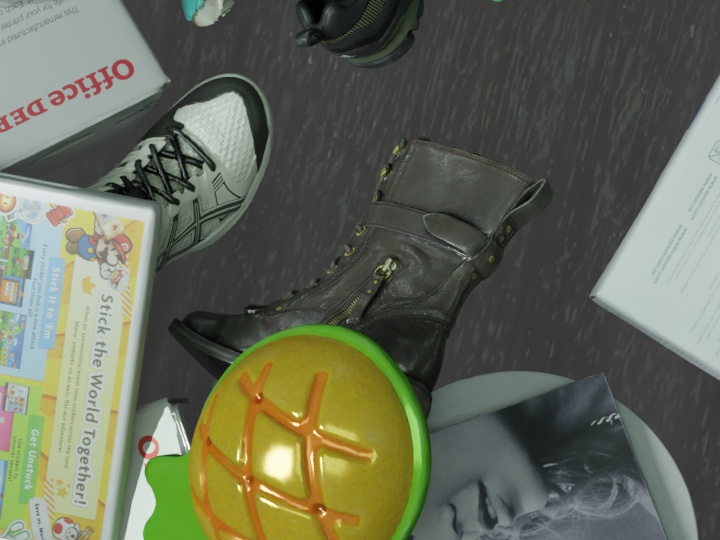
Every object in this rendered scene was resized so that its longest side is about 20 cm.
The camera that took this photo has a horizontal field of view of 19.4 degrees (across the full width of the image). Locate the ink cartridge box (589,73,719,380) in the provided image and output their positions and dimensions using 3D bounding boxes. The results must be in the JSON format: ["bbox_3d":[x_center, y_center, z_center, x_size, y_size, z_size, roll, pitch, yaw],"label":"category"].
[{"bbox_3d":[0.266,-0.018,1.218,0.199,0.041,0.201,31,90,4],"label":"ink cartridge box"}]

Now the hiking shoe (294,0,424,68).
[{"bbox_3d":[-0.003,-0.221,1.204,0.075,0.100,0.202,-1,87,27],"label":"hiking shoe"}]

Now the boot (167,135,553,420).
[{"bbox_3d":[0.000,0.000,1.217,0.199,0.069,0.175,12,67,32],"label":"boot"}]

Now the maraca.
[{"bbox_3d":[-0.042,0.113,1.109,0.200,0.107,0.138,-40,69,31],"label":"maraca"}]

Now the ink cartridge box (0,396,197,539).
[{"bbox_3d":[-0.171,0.174,1.213,0.198,0.083,0.148,-20,86,3],"label":"ink cartridge box"}]

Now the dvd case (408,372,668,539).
[{"bbox_3d":[0.065,0.156,1.142,0.198,0.016,0.150,-19,69,0],"label":"dvd case"}]

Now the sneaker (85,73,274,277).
[{"bbox_3d":[-0.124,-0.033,1.218,0.076,0.088,0.200,40,89,6],"label":"sneaker"}]

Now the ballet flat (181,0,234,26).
[{"bbox_3d":[-0.071,-0.245,1.237,0.071,0.072,0.202,-1,88,3],"label":"ballet flat"}]

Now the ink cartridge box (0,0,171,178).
[{"bbox_3d":[-0.226,-0.148,1.206,0.144,0.084,0.201,-29,86,-25],"label":"ink cartridge box"}]

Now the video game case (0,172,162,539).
[{"bbox_3d":[-0.208,0.045,1.144,0.180,0.023,0.202,11,104,5],"label":"video game case"}]

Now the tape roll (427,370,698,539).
[{"bbox_3d":[0.089,0.161,1.180,0.198,0.066,0.202,-3,69,7],"label":"tape roll"}]
